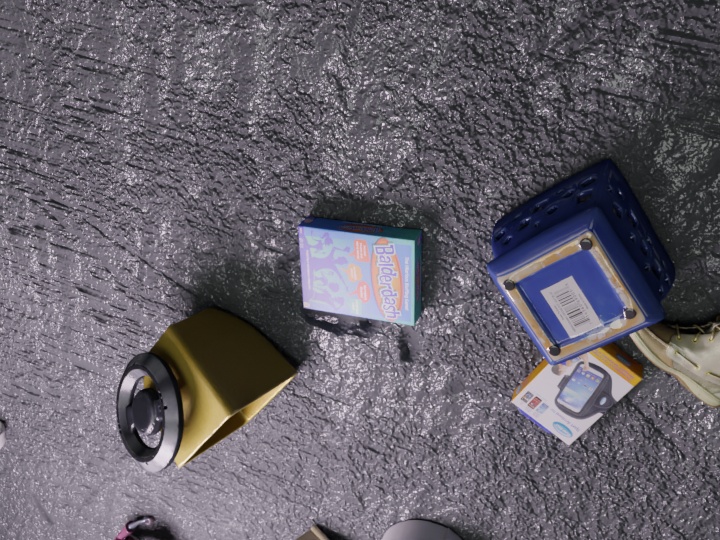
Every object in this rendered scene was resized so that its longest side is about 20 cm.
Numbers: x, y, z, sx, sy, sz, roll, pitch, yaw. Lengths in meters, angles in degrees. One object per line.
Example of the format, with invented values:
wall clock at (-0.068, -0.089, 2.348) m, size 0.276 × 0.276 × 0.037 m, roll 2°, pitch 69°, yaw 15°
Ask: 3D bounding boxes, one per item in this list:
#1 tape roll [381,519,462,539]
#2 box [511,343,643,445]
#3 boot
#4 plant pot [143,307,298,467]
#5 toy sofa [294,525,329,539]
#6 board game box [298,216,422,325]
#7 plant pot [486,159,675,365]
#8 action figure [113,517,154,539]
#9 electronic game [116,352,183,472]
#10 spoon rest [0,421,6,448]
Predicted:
tape roll at (0.123, 0.579, 1.473) m, size 0.200 × 0.071 × 0.205 m, roll 10°, pitch 119°, yaw 19°
box at (0.329, 0.186, 1.204) m, size 0.118 × 0.042 × 0.201 m, roll 36°, pitch 121°, yaw 2°
boot at (0.482, 0.085, 1.069) m, size 0.199 × 0.072 × 0.155 m, roll 38°, pitch 124°, yaw -6°
plant pot at (-0.274, 0.189, 1.378) m, size 0.201 × 0.194 × 0.196 m, roll 50°, pitch 124°, yaw 9°
toy sofa at (-0.093, 0.627, 1.593) m, size 0.082 × 0.097 × 0.202 m, roll 34°, pitch 127°, yaw 33°
board game box at (0.000, 0.000, 1.244) m, size 0.197 × 0.045 × 0.154 m, roll 7°, pitch 118°, yaw 19°
plant pot at (0.294, 0.001, 1.041) m, size 0.199 × 0.180 × 0.201 m, roll -29°, pitch 102°, yaw 31°
action figure at (-0.520, 0.646, 1.732) m, size 0.199 × 0.148 × 0.136 m, roll 9°, pitch 115°, yaw 55°
electronic game at (-0.361, 0.242, 1.315) m, size 0.198 × 0.041 × 0.203 m, roll 1°, pitch 92°, yaw 44°
spoon rest at (-0.902, 0.363, 1.813) m, size 0.198 × 0.060 × 0.101 m, roll 21°, pitch 121°, yaw 28°
